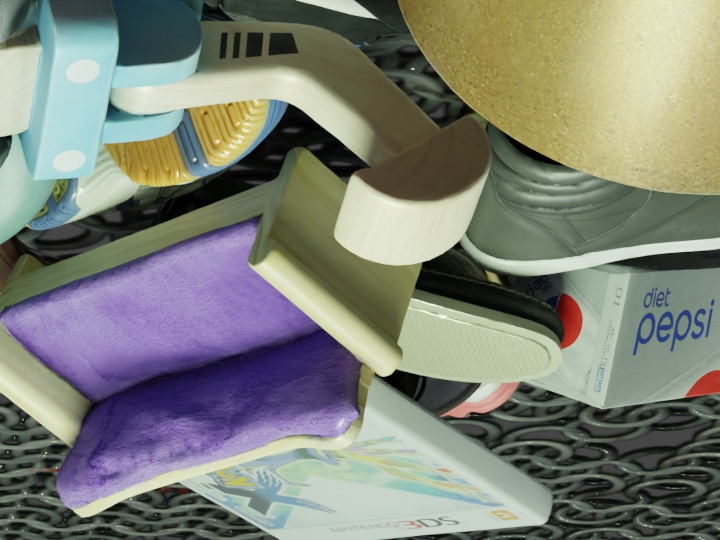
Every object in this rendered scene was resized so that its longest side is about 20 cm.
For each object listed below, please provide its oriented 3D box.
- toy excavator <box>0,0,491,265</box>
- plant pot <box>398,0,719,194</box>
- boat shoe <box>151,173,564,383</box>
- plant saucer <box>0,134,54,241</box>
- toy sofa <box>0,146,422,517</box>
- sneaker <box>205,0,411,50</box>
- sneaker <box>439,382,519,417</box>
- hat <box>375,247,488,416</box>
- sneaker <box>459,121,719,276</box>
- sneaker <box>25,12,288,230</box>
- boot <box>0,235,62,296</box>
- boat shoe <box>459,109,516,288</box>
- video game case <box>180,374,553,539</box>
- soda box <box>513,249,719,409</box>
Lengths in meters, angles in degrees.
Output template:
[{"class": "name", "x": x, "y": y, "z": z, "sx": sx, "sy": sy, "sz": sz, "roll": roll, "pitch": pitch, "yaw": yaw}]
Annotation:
[{"class": "toy excavator", "x": -0.070, "y": -0.084, "z": 0.858, "sx": 0.200, "sy": 0.195, "sz": 0.100, "roll": -7, "pitch": 144, "yaw": -19}, {"class": "plant pot", "x": 0.111, "y": -0.156, "z": 0.720, "sx": 0.186, "sy": 0.187, "sz": 0.200, "roll": 1, "pitch": 144, "yaw": -6}, {"class": "boat shoe", "x": 0.000, "y": 0.000, "z": 1.091, "sx": 0.200, "sy": 0.068, "sz": 0.072, "roll": 14, "pitch": 151, "yaw": 13}, {"class": "plant saucer", "x": -0.225, "y": -0.063, "z": 0.996, "sx": 0.200, "sy": 0.027, "sz": 0.200, "roll": 9, "pitch": 141, "yaw": 7}, {"class": "toy sofa", "x": -0.077, "y": 0.030, "z": 1.025, "sx": 0.200, "sy": 0.098, "sz": 0.083, "roll": -18, "pitch": 131, "yaw": 41}, {"class": "sneaker", "x": 0.034, "y": -0.116, "z": 0.933, "sx": 0.200, "sy": 0.073, "sz": 0.112, "roll": 13, "pitch": 158, "yaw": -12}, {"class": "sneaker", "x": -0.010, "y": 0.047, "z": 1.348, "sx": 0.200, "sy": 0.074, "sz": 0.087, "roll": -17, "pitch": 141, "yaw": 23}, {"class": "hat", "x": -0.026, "y": 0.051, "z": 1.245, "sx": 0.200, "sy": 0.081, "sz": 0.201, "roll": 5, "pitch": 138, "yaw": 4}, {"class": "sneaker", "x": 0.140, "y": -0.057, "z": 1.047, "sx": 0.200, "sy": 0.071, "sz": 0.099, "roll": -14, "pitch": 153, "yaw": -7}, {"class": "sneaker", "x": -0.079, "y": -0.071, "z": 1.035, "sx": 0.088, "sy": 0.075, "sz": 0.200, "roll": -13, "pitch": 180, "yaw": -37}, {"class": "boot", "x": -0.234, "y": -0.032, "z": 1.133, "sx": 0.186, "sy": 0.064, "sz": 0.200, "roll": 5, "pitch": 153, "yaw": 30}, {"class": "boat shoe", "x": 0.086, "y": -0.018, "z": 1.171, "sx": 0.073, "sy": 0.063, "sz": 0.201, "roll": -3, "pitch": 156, "yaw": 5}, {"class": "video game case", "x": -0.035, "y": 0.087, "z": 1.187, "sx": 0.182, "sy": 0.022, "sz": 0.200, "roll": -12, "pitch": 145, "yaw": 43}, {"class": "soda box", "x": 0.152, "y": 0.022, "z": 1.169, "sx": 0.063, "sy": 0.068, "sz": 0.200, "roll": 18, "pitch": -168, "yaw": 36}]
